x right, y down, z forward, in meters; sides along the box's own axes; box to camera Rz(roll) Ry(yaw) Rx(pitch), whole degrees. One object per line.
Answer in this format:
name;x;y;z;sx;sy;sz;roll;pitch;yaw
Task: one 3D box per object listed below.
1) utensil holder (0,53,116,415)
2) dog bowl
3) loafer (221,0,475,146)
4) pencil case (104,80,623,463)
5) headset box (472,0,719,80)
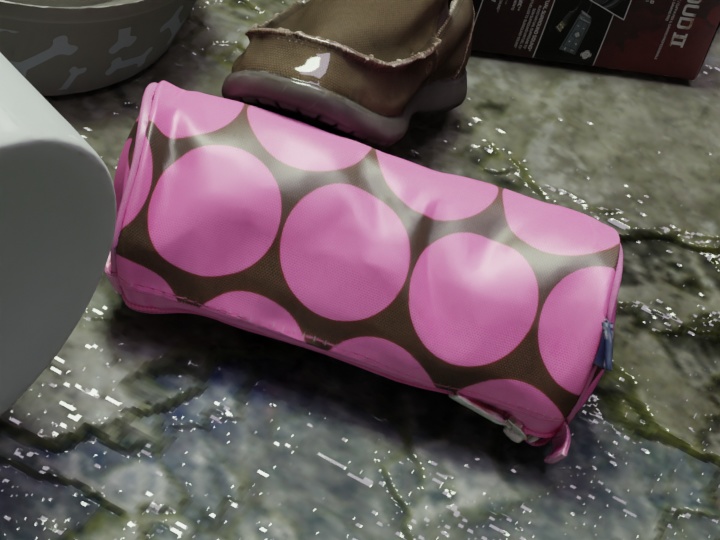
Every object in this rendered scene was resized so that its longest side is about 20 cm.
utensil holder;-0.203;-0.043;0.919;0.200;0.171;0.170;42;43;23
dog bowl;-0.154;-0.150;1.157;0.199;0.059;0.201;13;38;-10
loafer;-0.001;-0.098;1.100;0.073;0.071;0.200;15;14;11
pencil case;0.000;0.000;1.026;0.199;0.091;0.094;18;81;0
headset box;0.080;-0.170;1.268;0.199;0.078;0.149;7;40;-17
